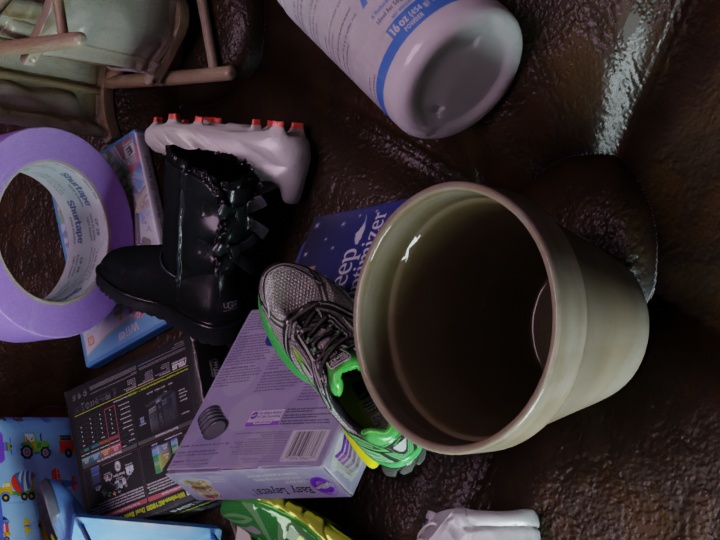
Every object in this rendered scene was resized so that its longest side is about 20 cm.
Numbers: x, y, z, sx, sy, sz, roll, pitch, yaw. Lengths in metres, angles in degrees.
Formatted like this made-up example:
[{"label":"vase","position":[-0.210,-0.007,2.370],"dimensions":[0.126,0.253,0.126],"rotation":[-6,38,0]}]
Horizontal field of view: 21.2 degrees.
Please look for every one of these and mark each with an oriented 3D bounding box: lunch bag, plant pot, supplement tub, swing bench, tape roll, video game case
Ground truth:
[{"label":"lunch bag","position":[-0.305,0.249,1.861],"dimensions":[0.094,0.150,0.201],"rotation":[-33,65,37]},{"label":"plant pot","position":[0.122,0.039,1.462],"dimensions":[0.200,0.173,0.201],"rotation":[-4,84,42]},{"label":"supplement tub","position":[0.029,-0.214,1.600],"dimensions":[0.200,0.132,0.132],"rotation":[47,117,34]},{"label":"swing bench","position":[-0.262,-0.219,1.826],"dimensions":[0.200,0.199,0.130],"rotation":[-23,71,39]},{"label":"tape roll","position":[-0.311,-0.033,1.832],"dimensions":[0.066,0.200,0.201],"rotation":[-8,81,43]},{"label":"video game case","position":[-0.244,-0.020,1.916],"dimensions":[0.143,0.018,0.201],"rotation":[-28,68,38]}]

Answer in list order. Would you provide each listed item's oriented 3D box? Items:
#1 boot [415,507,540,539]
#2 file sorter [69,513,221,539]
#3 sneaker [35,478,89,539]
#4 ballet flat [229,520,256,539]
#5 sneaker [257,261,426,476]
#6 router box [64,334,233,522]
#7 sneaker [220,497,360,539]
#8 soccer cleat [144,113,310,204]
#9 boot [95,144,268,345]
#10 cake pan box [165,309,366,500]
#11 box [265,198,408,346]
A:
[{"label":"boot","position":[0.056,0.244,1.558],"dimensions":[0.199,0.074,0.096],"rotation":[-9,70,16]},{"label":"file sorter","position":[-0.197,0.336,1.728],"dimensions":[0.123,0.138,0.201],"rotation":[-151,69,-73]},{"label":"sneaker","position":[-0.238,0.274,1.808],"dimensions":[0.201,0.078,0.066],"rotation":[65,166,-13]},{"label":"ballet flat","position":[-0.074,0.290,1.700],"dimensions":[0.067,0.064,0.200],"rotation":[-34,65,36]},{"label":"sneaker","position":[-0.014,0.066,1.520],"dimensions":[0.078,0.085,0.200],"rotation":[-37,67,-7]},{"label":"router box","position":[-0.187,0.159,1.817],"dimensions":[0.200,0.062,0.150],"rotation":[-24,70,39]},{"label":"sneaker","position":[-0.048,0.248,1.638],"dimensions":[0.200,0.074,0.084],"rotation":[30,86,25]},{"label":"soccer cleat","position":[-0.129,-0.104,1.785],"dimensions":[0.200,0.069,0.078],"rotation":[8,95,40]},{"label":"boot","position":[-0.167,-0.036,1.761],"dimensions":[0.198,0.073,0.163],"rotation":[24,119,40]},{"label":"cake pan box","position":[-0.051,0.108,1.640],"dimensions":[0.200,0.052,0.185],"rotation":[-9,46,42]},{"label":"box","position":[0.000,0.000,1.634],"dimensions":[0.200,0.032,0.121],"rotation":[-11,47,40]}]
